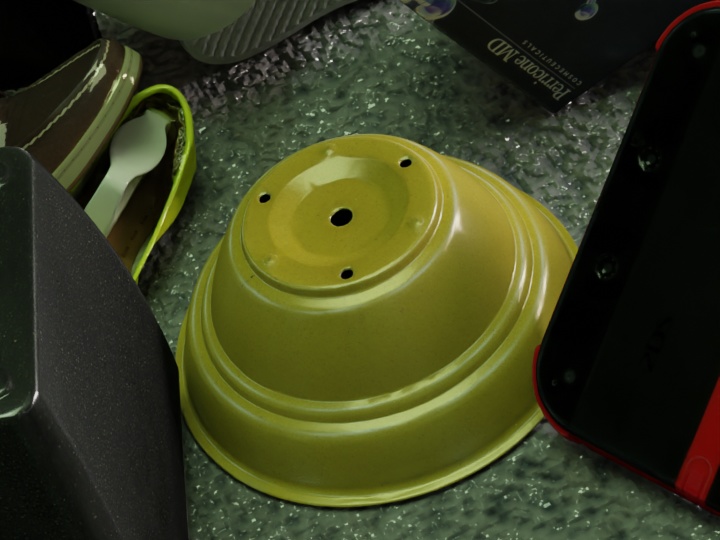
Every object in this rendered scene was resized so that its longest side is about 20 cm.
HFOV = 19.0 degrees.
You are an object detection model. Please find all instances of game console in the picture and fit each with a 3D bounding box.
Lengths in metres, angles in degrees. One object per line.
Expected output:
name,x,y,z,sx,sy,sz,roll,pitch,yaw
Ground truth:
game console,0.170,0.002,0.878,0.176,0.031,0.202,25,99,30

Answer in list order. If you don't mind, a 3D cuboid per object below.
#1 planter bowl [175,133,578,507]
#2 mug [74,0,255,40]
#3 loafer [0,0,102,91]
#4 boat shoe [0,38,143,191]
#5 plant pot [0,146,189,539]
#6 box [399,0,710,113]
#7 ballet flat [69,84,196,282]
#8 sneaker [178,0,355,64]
planter bowl,0.000,0.000,0.969,0.198,0.084,0.202,-9,47,10
mug,-0.143,-0.209,1.067,0.186,0.152,0.150,42,114,36
loafer,-0.200,-0.125,1.097,0.071,0.200,0.074,-19,85,23
boat shoe,-0.192,-0.051,1.035,0.199,0.072,0.072,-37,26,19
plant pot,-0.178,0.066,0.850,0.198,0.178,0.201,-9,48,0
box,0.112,-0.194,1.004,0.199,0.148,0.108,-35,51,23
ballet flat,-0.129,-0.012,1.024,0.066,0.067,0.201,27,54,-3
sneaker,-0.017,-0.188,1.149,0.199,0.074,0.082,-23,51,-4
